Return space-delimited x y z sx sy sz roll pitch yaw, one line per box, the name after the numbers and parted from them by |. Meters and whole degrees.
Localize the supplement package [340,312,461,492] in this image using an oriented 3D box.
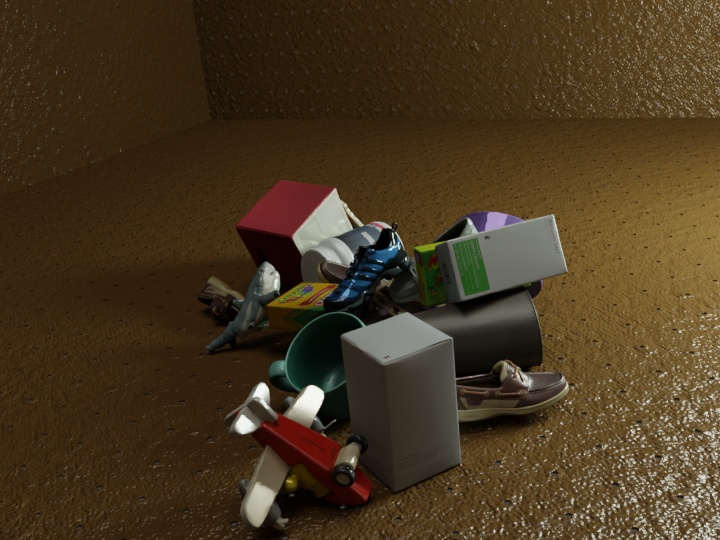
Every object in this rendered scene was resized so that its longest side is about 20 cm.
0.059 0.183 1.221 0.119 0.202 0.121 -17 23 -25 | supplement package

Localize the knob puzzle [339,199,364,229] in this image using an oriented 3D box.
-0.069 -0.132 2.024 0.218 0.221 0.031 15 54 44 | knob puzzle

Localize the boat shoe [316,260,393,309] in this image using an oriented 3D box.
0.011 0.018 1.707 0.198 0.072 0.073 24 36 -15 | boat shoe

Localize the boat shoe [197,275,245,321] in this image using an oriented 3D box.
-0.280 0.080 1.809 0.072 0.072 0.199 -46 46 -14 | boat shoe

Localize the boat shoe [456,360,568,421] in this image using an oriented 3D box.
0.226 0.177 1.324 0.198 0.073 0.072 -8 20 -7 | boat shoe

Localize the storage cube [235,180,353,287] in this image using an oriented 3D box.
-0.139 -0.078 1.947 0.178 0.172 0.200 11 49 38 | storage cube

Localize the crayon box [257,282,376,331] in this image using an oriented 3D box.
-0.087 0.069 1.616 0.198 0.051 0.127 1 21 32 | crayon box

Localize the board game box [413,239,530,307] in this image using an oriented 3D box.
0.200 -0.007 1.540 0.198 0.103 0.048 -11 13 -12 | board game box

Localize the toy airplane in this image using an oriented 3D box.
-0.102 0.253 1.176 0.198 0.142 0.200 -4 48 -34 | toy airplane

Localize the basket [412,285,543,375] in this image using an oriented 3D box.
0.195 0.113 1.472 0.198 0.138 0.180 -11 7 0 | basket

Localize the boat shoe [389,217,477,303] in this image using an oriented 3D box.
0.131 -0.019 1.581 0.201 0.065 0.075 -35 41 3 | boat shoe

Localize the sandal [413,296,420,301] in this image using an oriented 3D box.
0.189 0.063 1.604 0.204 0.060 0.079 0 16 15 | sandal

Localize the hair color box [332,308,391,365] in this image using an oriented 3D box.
-0.027 0.133 1.577 0.101 0.062 0.200 5 24 32 | hair color box

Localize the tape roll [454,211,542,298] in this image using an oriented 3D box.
0.265 -0.022 1.687 0.198 0.201 0.086 5 58 27 | tape roll

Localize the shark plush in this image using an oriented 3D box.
-0.223 0.082 1.686 0.083 0.200 0.091 42 9 14 | shark plush

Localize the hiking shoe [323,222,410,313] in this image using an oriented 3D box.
0.000 0.000 1.526 0.200 0.087 0.074 -39 30 -30 | hiking shoe

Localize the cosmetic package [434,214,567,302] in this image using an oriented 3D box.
0.239 -0.020 1.471 0.198 0.109 0.085 -16 -1 -10 | cosmetic package

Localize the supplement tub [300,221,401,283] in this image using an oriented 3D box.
-0.014 -0.015 1.849 0.199 0.142 0.140 -22 26 -36 | supplement tub

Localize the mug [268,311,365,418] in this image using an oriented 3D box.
-0.041 0.158 1.401 0.184 0.115 0.153 18 67 43 | mug

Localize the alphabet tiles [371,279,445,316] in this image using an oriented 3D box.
0.105 0.066 1.621 0.200 0.008 0.167 40 30 13 | alphabet tiles
